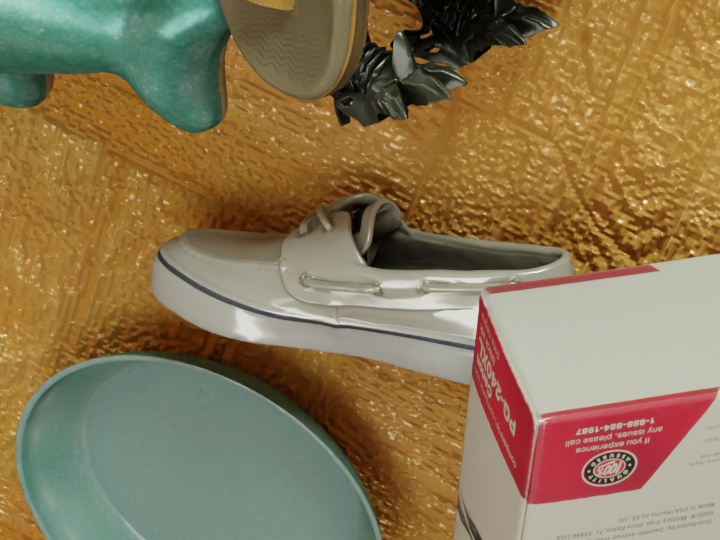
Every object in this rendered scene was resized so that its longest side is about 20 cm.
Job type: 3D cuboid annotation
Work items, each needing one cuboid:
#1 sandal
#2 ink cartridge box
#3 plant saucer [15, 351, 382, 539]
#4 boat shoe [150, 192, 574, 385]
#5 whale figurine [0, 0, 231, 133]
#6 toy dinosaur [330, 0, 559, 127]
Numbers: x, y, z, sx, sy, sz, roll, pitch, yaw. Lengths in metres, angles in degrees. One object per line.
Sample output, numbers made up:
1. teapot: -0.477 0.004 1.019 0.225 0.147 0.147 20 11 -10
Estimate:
1. sandal: -0.046 -0.147 0.891 0.080 0.054 0.201 30 141 36
2. ink cartridge box: 0.118 0.098 1.045 0.145 0.084 0.201 -8 132 -15
3. plant saucer: -0.075 0.111 1.229 0.199 0.036 0.201 14 132 17
4. boat shoe: 0.000 0.000 1.080 0.199 0.072 0.066 14 114 26
5. whale figurine: -0.143 -0.121 1.007 0.200 0.104 0.159 33 136 18
6. toy dinosaur: 0.008 -0.136 0.966 0.200 0.102 0.136 -4 114 63
